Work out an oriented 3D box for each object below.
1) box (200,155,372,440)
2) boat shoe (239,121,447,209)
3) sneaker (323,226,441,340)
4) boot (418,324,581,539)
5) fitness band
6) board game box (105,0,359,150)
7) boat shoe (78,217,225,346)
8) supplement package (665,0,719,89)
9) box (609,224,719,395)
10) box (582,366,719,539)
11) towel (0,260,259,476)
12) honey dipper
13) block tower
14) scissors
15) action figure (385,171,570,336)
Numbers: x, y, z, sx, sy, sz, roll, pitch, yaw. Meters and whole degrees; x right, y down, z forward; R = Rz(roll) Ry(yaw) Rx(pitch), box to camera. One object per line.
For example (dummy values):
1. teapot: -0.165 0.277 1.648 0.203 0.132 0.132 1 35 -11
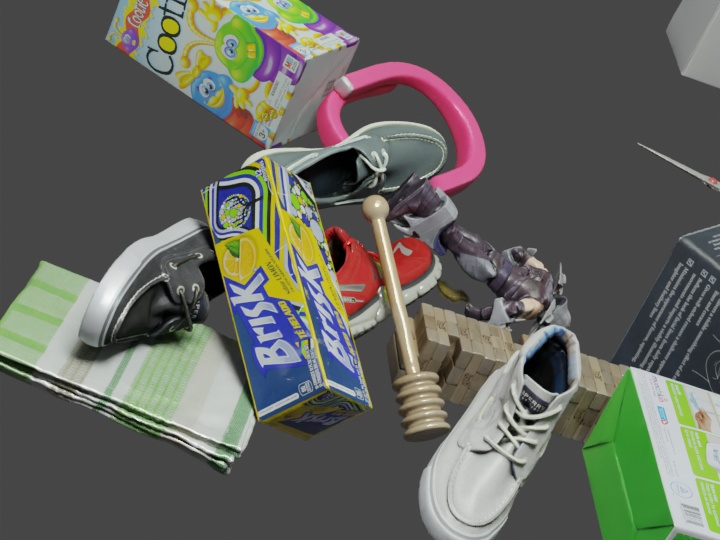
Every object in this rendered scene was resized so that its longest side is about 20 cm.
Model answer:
1. box: -0.056 0.021 1.472 0.070 0.064 0.200 29 39 -55
2. boat shoe: -0.005 -0.083 1.727 0.200 0.073 0.062 -10 23 -24
3. sneaker: 0.000 0.000 1.593 0.200 0.077 0.085 -35 102 -58
4. boot: 0.108 0.118 1.472 0.073 0.096 0.200 31 40 -3
5. fitness band: 0.042 -0.128 1.861 0.200 0.037 0.144 -23 74 -51
6. board game box: -0.121 -0.216 1.851 0.200 0.105 0.103 35 31 17
7. boat shoe: -0.139 0.017 1.459 0.066 0.070 0.200 26 20 10
8. supplement package: 0.496 -0.283 2.420 0.200 0.120 0.121 18 32 -14
9. box: 0.340 0.077 1.690 0.200 0.149 0.107 42 33 26
10. box: 0.282 0.186 1.522 0.176 0.097 0.200 18 30 -15
11. towel: -0.166 0.070 1.441 0.200 0.031 0.149 23 27 0
12. honey dipper: 0.032 0.034 1.540 0.038 0.038 0.200 3 67 -35
13. block tower: 0.124 0.086 1.605 0.200 0.054 0.058 16 31 -15
14. scissors: 0.391 -0.087 2.131 0.200 0.014 0.073 23 31 -8
15. action figure: 0.109 -0.004 1.724 0.200 0.069 0.130 40 19 -8
